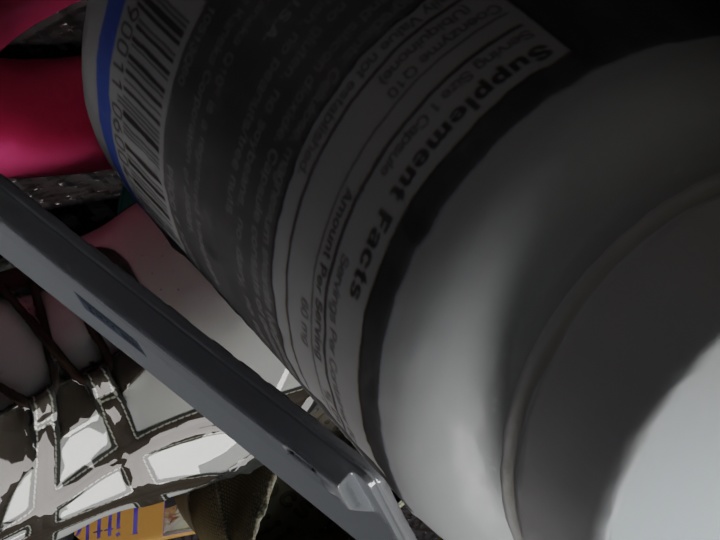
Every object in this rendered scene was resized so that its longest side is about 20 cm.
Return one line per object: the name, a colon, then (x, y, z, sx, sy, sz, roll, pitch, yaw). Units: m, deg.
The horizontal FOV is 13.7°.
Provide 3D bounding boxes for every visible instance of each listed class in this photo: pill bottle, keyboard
pill bottle: (0.034, -0.011, 0.583, 0.113, 0.200, 0.114, -16, 127, -24)
keyboard: (-0.058, 0.005, 0.657, 0.011, 0.200, 0.056, -48, 147, -8)

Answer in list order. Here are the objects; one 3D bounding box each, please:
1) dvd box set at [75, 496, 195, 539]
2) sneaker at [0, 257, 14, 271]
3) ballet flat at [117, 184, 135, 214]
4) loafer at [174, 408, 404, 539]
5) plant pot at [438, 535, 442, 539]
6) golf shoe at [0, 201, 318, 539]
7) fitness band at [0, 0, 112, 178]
dvd box set: (-0.148, 0.059, 0.989, 0.199, 0.030, 0.146, -9, -156, -29)
sneaker: (-0.040, 0.005, 0.990, 0.199, 0.071, 0.080, -7, -176, -10)
ballet flat: (0.000, 0.000, 0.833, 0.072, 0.072, 0.200, -9, -163, -26)
loafer: (0.019, 0.024, 0.918, 0.076, 0.068, 0.200, 21, 114, -33)
plant pot: (0.098, 0.069, 0.766, 0.200, 0.201, 0.142, -24, -176, 41)
golf shoe: (-0.081, 0.030, 0.767, 0.200, 0.078, 0.094, -41, 152, 21)
fitness band: (-0.018, -0.060, 0.739, 0.199, 0.038, 0.144, -9, 168, -23)
